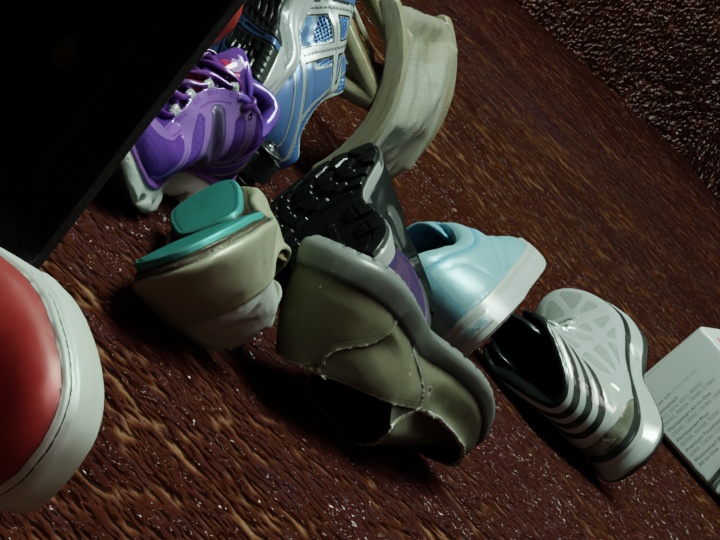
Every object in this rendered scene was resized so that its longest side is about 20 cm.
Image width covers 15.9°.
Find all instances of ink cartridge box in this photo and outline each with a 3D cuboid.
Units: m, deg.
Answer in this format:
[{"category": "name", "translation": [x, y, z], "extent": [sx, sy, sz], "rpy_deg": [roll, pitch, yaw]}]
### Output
[{"category": "ink cartridge box", "translation": [0.315, 0.143, 2.015], "extent": [0.200, 0.084, 0.146], "rpy_deg": [50, 12, 14]}]

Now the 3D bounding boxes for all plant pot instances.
[{"category": "plant pot", "translation": [-0.176, -0.152, 0.999], "extent": [0.200, 0.200, 0.177], "rpy_deg": [35, 4, -45]}]

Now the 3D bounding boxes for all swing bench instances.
[{"category": "swing bench", "translation": [-0.024, -0.165, 1.733], "extent": [0.200, 0.130, 0.199], "rpy_deg": [47, 9, 6]}]

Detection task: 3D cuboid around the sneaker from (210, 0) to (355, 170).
[{"category": "sneaker", "translation": [-0.041, -0.149, 1.582], "extent": [0.076, 0.200, 0.077], "rpy_deg": [2, -37, 39]}]

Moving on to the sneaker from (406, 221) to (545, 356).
[{"category": "sneaker", "translation": [0.066, -0.006, 1.644], "extent": [0.082, 0.074, 0.200], "rpy_deg": [49, 10, -2]}]

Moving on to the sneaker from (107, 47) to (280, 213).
[{"category": "sneaker", "translation": [-0.096, -0.083, 1.291], "extent": [0.081, 0.083, 0.200], "rpy_deg": [48, 12, 9]}]

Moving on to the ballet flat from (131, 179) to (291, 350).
[{"category": "ballet flat", "translation": [-0.061, 0.002, 1.189], "extent": [0.069, 0.069, 0.200], "rpy_deg": [45, 10, -6]}]

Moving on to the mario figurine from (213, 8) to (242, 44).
[{"category": "mario figurine", "translation": [-0.137, -0.164, 1.259], "extent": [0.123, 0.106, 0.200], "rpy_deg": [14, 13, 38]}]

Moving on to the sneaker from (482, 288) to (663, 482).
[{"category": "sneaker", "translation": [0.131, 0.045, 1.701], "extent": [0.115, 0.076, 0.201], "rpy_deg": [43, 14, -26]}]

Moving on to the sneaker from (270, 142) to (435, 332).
[{"category": "sneaker", "translation": [0.000, 0.000, 1.437], "extent": [0.088, 0.076, 0.200], "rpy_deg": [58, 10, -21]}]

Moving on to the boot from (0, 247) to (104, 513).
[{"category": "boot", "translation": [-0.170, -0.009, 0.796], "extent": [0.144, 0.072, 0.200], "rpy_deg": [34, 8, -45]}]

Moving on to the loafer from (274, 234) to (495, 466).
[{"category": "loafer", "translation": [0.004, 0.053, 1.261], "extent": [0.075, 0.070, 0.200], "rpy_deg": [23, -15, 32]}]

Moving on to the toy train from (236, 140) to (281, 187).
[{"category": "toy train", "translation": [-0.112, -0.099, 1.415], "extent": [0.200, 0.034, 0.046], "rpy_deg": [33, 15, -50]}]
